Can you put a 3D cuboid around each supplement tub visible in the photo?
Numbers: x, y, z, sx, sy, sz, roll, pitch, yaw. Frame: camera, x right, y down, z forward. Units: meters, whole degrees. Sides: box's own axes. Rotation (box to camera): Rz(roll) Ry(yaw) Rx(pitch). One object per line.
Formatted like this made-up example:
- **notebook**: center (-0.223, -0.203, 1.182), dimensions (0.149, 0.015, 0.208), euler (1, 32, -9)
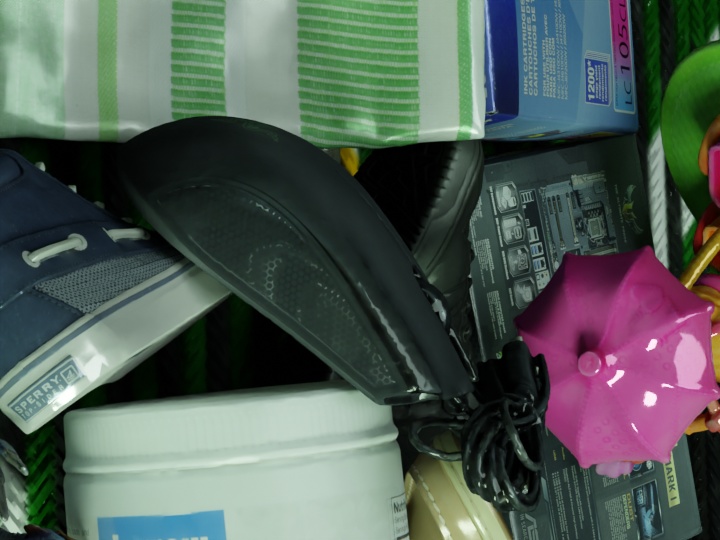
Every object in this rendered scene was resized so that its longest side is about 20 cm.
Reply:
- **supplement tub**: center (-0.042, 0.147, 1.032), dimensions (0.132, 0.131, 0.201), euler (-6, 90, -51)

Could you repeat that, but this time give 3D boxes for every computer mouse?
- **computer mouse**: center (0.000, 0.000, 1.020), dimensions (0.200, 0.053, 0.139), euler (37, 15, -4)

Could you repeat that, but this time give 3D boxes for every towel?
- **towel**: center (-0.047, -0.124, 1.061), dimensions (0.199, 0.023, 0.153), euler (2, 83, -16)

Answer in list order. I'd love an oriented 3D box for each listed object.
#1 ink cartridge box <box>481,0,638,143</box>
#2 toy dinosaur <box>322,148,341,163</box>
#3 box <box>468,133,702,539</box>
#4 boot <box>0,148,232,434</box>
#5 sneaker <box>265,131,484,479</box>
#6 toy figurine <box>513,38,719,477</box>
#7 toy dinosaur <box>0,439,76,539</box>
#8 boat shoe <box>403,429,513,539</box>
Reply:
- **ink cartridge box**: center (0.050, -0.127, 1.194), dimensions (0.200, 0.076, 0.137), euler (-1, 86, -62)
- **toy dinosaur**: center (-0.035, -0.069, 1.136), dimensions (0.088, 0.047, 0.201), euler (-32, 110, -63)
- **box**: center (0.085, 0.044, 1.264), dimensions (0.157, 0.051, 0.201), euler (-15, 96, -51)
- **boot**: center (-0.103, -0.007, 1.006), dimensions (0.091, 0.073, 0.200), euler (53, 13, 1)
- **sneaker**: center (0.023, 0.038, 1.136), dimensions (0.104, 0.060, 0.201), euler (20, 100, -37)
- **toy figurine**: center (0.143, 0.025, 1.223), dimensions (0.184, 0.150, 0.201), euler (-41, 148, -31)
- **toy dinosaur**: center (-0.153, 0.040, 0.949), dimensions (0.182, 0.104, 0.201), euler (49, 37, -59)
- **boat shoe**: center (0.030, 0.139, 1.110), dimensions (0.200, 0.064, 0.071), euler (84, -15, -52)
